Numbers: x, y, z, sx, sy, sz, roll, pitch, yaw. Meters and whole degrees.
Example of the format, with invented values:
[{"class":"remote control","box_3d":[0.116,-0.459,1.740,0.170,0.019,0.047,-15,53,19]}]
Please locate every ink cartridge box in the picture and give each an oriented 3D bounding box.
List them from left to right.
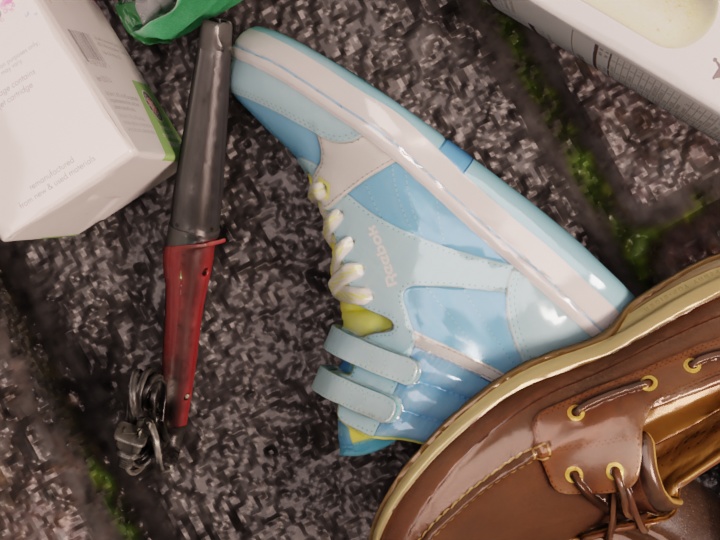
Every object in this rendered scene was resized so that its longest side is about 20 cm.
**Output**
[{"class":"ink cartridge box","box_3d":[-0.158,-0.113,0.845,0.067,0.117,0.200,-32,88,7]}]

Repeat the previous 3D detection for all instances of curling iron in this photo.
[{"class":"curling iron","box_3d":[-0.072,-0.005,0.859,0.026,0.050,0.200,13,102,6]}]

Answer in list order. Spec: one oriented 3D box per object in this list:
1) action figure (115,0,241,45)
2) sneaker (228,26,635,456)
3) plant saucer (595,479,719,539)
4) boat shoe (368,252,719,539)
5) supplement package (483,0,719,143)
[{"class":"action figure","box_3d":[-0.042,-0.144,0.821,0.055,0.118,0.200,52,135,-1]},{"class":"sneaker","box_3d":[0.000,0.000,0.850,0.200,0.080,0.131,38,94,5]},{"class":"plant saucer","box_3d":[0.089,0.174,0.868,0.200,0.032,0.201,0,90,7]},{"class":"boat shoe","box_3d":[0.095,0.070,0.814,0.200,0.072,0.068,-33,47,-5]},{"class":"supplement package","box_3d":[0.135,-0.142,0.793,0.200,0.151,0.152,31,95,5]}]
